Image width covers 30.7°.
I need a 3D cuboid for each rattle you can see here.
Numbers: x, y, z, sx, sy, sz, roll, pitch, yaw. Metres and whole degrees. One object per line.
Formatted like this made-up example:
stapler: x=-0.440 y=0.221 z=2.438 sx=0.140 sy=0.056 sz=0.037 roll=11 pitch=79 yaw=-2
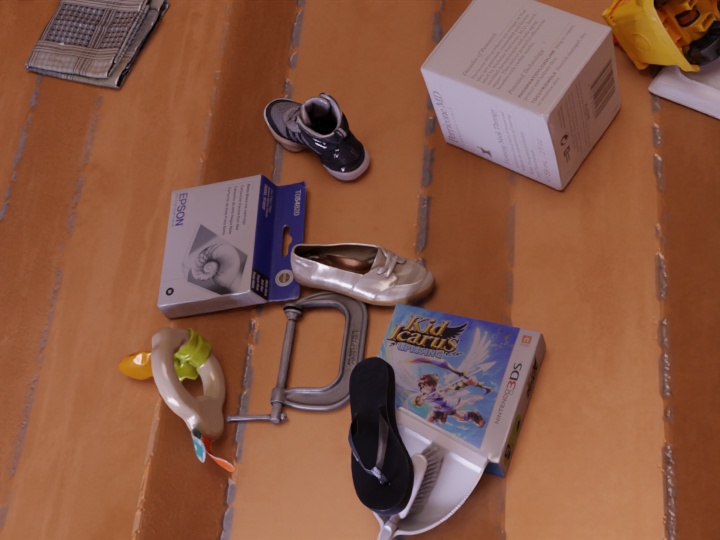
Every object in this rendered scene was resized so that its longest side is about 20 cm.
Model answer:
rattle: x=-0.244 y=0.184 z=1.683 sx=0.142 sy=0.130 sz=0.201 roll=-20 pitch=73 yaw=10

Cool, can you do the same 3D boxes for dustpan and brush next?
dustpan and brush: x=0.049 y=0.279 z=1.543 sx=0.139 sy=0.057 sz=0.201 roll=26 pitch=99 yaw=24

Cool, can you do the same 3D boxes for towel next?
towel: x=-0.431 y=-0.391 z=2.134 sx=0.199 sy=0.035 sz=0.193 roll=13 pitch=63 yaw=23

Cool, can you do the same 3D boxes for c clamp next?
c clamp: x=-0.076 y=0.110 z=1.712 sx=0.170 sy=0.027 sz=0.201 roll=3 pitch=60 yaw=19

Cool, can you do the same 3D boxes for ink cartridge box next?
ink cartridge box: x=-0.178 y=-0.039 z=1.821 sx=0.198 sy=0.041 sz=0.201 roll=-9 pitch=56 yaw=16

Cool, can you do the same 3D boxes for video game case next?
video game case: x=0.109 y=0.144 z=1.623 sx=0.199 sy=0.046 sz=0.182 roll=10 pitch=62 yaw=23

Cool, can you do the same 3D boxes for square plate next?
square plate: x=0.524 y=-0.288 z=1.778 sx=0.197 sy=0.029 sz=0.200 roll=28 pitch=70 yaw=29

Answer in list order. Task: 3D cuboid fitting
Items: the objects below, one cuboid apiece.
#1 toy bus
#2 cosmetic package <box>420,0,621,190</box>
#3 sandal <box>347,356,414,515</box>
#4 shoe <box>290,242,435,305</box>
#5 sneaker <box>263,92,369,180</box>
toy bus: x=0.425 y=-0.371 z=1.793 sx=0.200 sy=0.136 sz=0.192 roll=-50 pitch=23 yaw=-18
cosmetic package: x=0.220 y=-0.246 z=1.760 sx=0.199 sy=0.168 sz=0.167 roll=27 pitch=70 yaw=30
sandal: x=0.013 y=0.194 z=1.542 sx=0.076 sy=0.043 sz=0.201 roll=-25 pitch=55 yaw=22
shoe: x=0.000 y=0.000 z=1.729 sx=0.198 sy=0.054 sz=0.070 roll=7 pitch=49 yaw=14
sneaker: x=-0.073 y=-0.215 z=1.863 sx=0.200 sy=0.114 sz=0.075 roll=36 pitch=74 yaw=32
